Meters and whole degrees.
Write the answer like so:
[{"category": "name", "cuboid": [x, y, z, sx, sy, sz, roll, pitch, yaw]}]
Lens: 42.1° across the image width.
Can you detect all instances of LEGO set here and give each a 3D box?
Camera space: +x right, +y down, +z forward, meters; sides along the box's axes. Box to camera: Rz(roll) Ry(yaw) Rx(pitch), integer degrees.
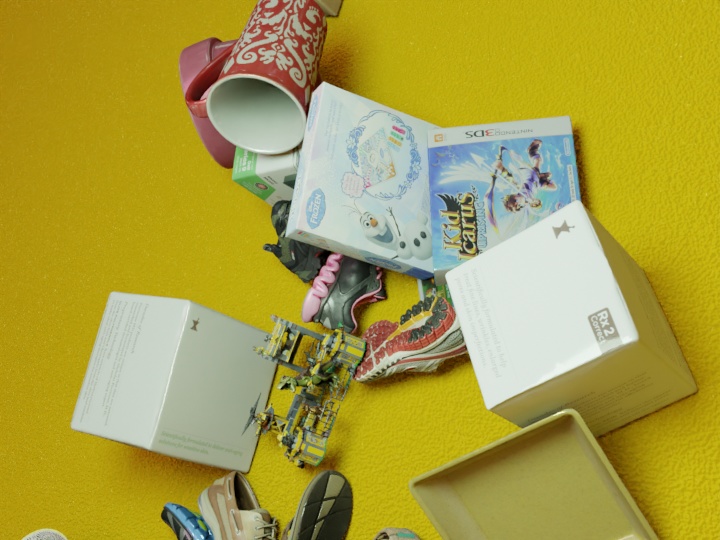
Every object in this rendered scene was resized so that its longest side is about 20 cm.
[{"category": "LEGO set", "cuboid": [-0.089, 0.143, 1.199, 0.201, 0.115, 0.154, -66, 16, 2]}]

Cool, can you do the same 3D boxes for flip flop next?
[{"category": "flip flop", "cuboid": [-0.071, 0.342, 1.155, 0.057, 0.081, 0.201, 6, 74, 51]}]

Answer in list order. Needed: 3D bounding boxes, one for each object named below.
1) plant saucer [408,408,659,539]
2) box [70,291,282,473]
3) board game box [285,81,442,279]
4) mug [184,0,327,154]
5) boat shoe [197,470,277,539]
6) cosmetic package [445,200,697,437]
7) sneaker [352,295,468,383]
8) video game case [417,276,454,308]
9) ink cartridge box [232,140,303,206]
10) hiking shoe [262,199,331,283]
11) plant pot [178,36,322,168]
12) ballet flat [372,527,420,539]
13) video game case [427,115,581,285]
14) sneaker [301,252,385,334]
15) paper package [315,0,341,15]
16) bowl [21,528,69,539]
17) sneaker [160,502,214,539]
[{"category": "plant saucer", "cuboid": [0.183, 0.247, 0.966, 0.199, 0.201, 0.048, -29, 12, 22]}, {"category": "box", "cuboid": [-0.248, 0.154, 1.289, 0.170, 0.199, 0.202, 3, 73, 37]}, {"category": "board game box", "cuboid": [0.017, -0.111, 1.188, 0.043, 0.198, 0.202, -25, 51, 60]}, {"category": "mug", "cuboid": [-0.136, -0.279, 1.255, 0.176, 0.134, 0.201, 14, 53, 0]}, {"category": "boat shoe", "cuboid": [-0.145, 0.341, 1.211, 0.072, 0.076, 0.200, -47, 51, 7]}, {"category": "cosmetic package", "cuboid": [0.220, 0.065, 0.978, 0.164, 0.200, 0.166, -30, 54, 22]}, {"category": "sneaker", "cuboid": [0.060, 0.104, 1.164, 0.199, 0.082, 0.078, -27, 38, 45]}, {"category": "video game case", "cuboid": [0.149, -0.047, 1.202, 0.181, 0.022, 0.201, -22, 59, 27]}, {"category": "ink cartridge box", "cuboid": [-0.058, -0.150, 1.320, 0.199, 0.146, 0.085, -8, 65, 34]}, {"category": "hiking shoe", "cuboid": [-0.074, -0.069, 1.272, 0.201, 0.100, 0.076, -61, 1, 40]}, {"category": "plant pot", "cuboid": [-0.155, -0.277, 1.434, 0.178, 0.200, 0.201, -18, 59, 12]}, {"category": "ballet flat", "cuboid": [-0.012, 0.373, 1.099, 0.200, 0.067, 0.068, -50, 46, 7]}, {"category": "video game case", "cuboid": [0.174, -0.087, 1.137, 0.180, 0.046, 0.201, -5, 64, 9]}, {"category": "sneaker", "cuboid": [0.000, 0.000, 1.270, 0.095, 0.079, 0.201, 27, 74, 6]}, {"category": "paper package", "cuboid": [-0.097, -0.535, 1.496, 0.103, 0.190, 0.201, 9, 77, 39]}, {"category": "bowl", "cuboid": [-0.436, 0.483, 1.349, 0.200, 0.094, 0.202, -16, 60, 31]}, {"category": "sneaker", "cuboid": [-0.221, 0.387, 1.247, 0.083, 0.071, 0.200, -46, 53, 2]}]
